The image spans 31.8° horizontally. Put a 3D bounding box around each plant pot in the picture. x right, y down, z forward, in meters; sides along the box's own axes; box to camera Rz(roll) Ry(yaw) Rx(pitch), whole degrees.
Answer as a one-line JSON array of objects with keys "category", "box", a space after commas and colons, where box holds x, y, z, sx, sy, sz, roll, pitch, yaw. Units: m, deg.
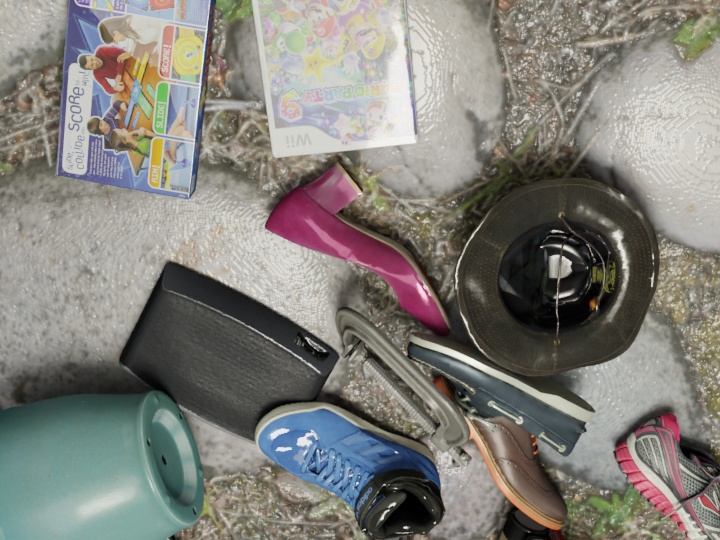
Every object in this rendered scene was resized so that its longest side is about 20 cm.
[{"category": "plant pot", "box": [-0.260, 0.209, 1.231, 0.185, 0.200, 0.203, -18, 107, 12]}]

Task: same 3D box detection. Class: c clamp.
[{"category": "c clamp", "box": [0.041, 0.118, 1.228, 0.027, 0.171, 0.200, -43, 88, -15]}]

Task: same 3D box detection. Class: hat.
[{"category": "hat", "box": [0.176, -0.001, 1.190, 0.197, 0.081, 0.204, -3, 103, -11]}]

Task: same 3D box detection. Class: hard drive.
[{"category": "hard drive", "box": [-0.135, 0.094, 1.268, 0.198, 0.042, 0.136, 29, 109, -6]}]

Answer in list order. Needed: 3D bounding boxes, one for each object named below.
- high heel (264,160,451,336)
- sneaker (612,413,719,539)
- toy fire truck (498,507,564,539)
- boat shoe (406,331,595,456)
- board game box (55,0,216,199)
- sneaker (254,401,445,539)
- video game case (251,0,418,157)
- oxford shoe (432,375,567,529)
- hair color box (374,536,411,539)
[{"category": "high heel", "box": [0.000, 0.000, 1.208, 0.096, 0.067, 0.201, -38, 98, 5]}, {"category": "sneaker", "box": [0.344, 0.230, 1.262, 0.200, 0.081, 0.075, 43, 105, -10]}, {"category": "toy fire truck", "box": [0.233, 0.350, 1.272, 0.197, 0.176, 0.130, 14, 110, -16]}, {"category": "boat shoe", "box": [0.126, 0.117, 1.195, 0.198, 0.075, 0.063, 24, 100, -18]}, {"category": "board game box", "box": [-0.211, -0.178, 1.182, 0.133, 0.035, 0.203, 10, 109, 1]}, {"category": "sneaker", "box": [-0.007, 0.201, 1.237, 0.198, 0.112, 0.077, 22, 112, -19]}, {"category": "video game case", "box": [-0.025, -0.211, 1.168, 0.141, 0.018, 0.203, -5, 109, 5]}, {"category": "oxford shoe", "box": [0.155, 0.173, 1.262, 0.072, 0.071, 0.201, -37, 103, 10]}, {"category": "hair color box", "box": [-0.026, 0.361, 1.318, 0.199, 0.110, 0.065, -33, 104, 15]}]
